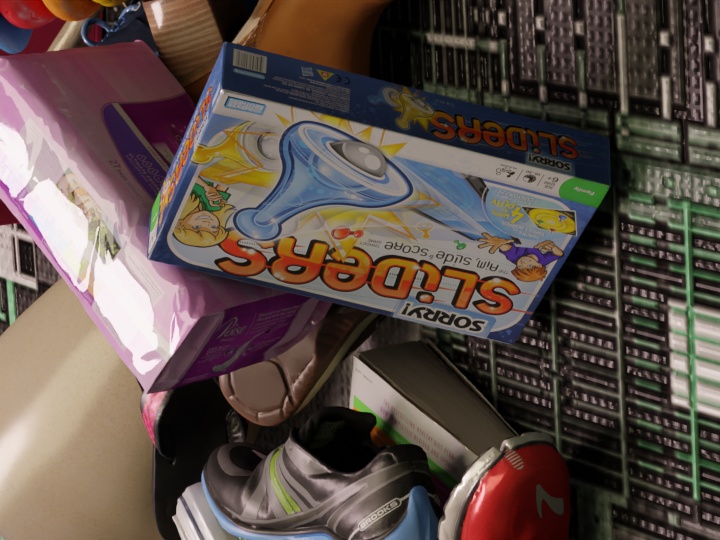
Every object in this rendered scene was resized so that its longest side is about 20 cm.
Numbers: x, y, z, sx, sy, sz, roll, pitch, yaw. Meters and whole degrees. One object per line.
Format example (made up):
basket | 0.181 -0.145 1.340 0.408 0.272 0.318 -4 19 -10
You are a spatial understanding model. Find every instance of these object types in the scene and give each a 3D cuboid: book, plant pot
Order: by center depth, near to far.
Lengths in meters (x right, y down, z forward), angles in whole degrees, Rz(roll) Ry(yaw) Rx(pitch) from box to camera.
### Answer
book | 0.040 0.158 1.635 0.134 0.048 0.200 43 136 46
plant pot | -0.125 0.058 1.788 0.200 0.187 0.187 -54 51 34

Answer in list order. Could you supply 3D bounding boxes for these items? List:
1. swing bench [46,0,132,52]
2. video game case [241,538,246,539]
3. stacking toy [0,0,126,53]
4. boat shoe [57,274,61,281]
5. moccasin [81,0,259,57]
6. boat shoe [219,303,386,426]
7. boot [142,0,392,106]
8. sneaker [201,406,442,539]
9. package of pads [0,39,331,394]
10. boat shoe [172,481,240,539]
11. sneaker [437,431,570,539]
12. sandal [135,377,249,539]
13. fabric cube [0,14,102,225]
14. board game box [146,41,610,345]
swing bench | -0.154 -0.245 1.780 0.199 0.130 0.200 55 137 38
video game case | -0.027 0.238 1.754 0.182 0.022 0.200 104 147 -62
stacking toy | -0.119 -0.186 1.599 0.200 0.110 0.116 -2 72 18
boat shoe | -0.163 0.011 1.925 0.065 0.072 0.200 55 148 29
moccasin | -0.105 -0.128 1.712 0.080 0.200 0.068 51 -173 -44
boat shoe | -0.005 -0.004 1.635 0.075 0.075 0.202 45 119 7
boot | -0.011 -0.105 1.621 0.200 0.074 0.155 -12 110 35
sneaker | -0.017 0.112 1.614 0.200 0.071 0.083 5 99 57
package of pads | -0.114 -0.034 1.583 0.200 0.120 0.076 50 127 21
boat shoe | -0.077 0.222 1.700 0.074 0.067 0.200 -169 58 -83
sneaker | 0.092 0.171 1.530 0.085 0.077 0.200 39 141 43
sandal | -0.093 0.079 1.695 0.045 0.075 0.200 -110 13 -61
fabric cube | -0.305 -0.144 1.998 0.200 0.199 0.196 33 125 53
board game box | 0.007 -0.036 1.483 0.135 0.200 0.034 117 161 -47
